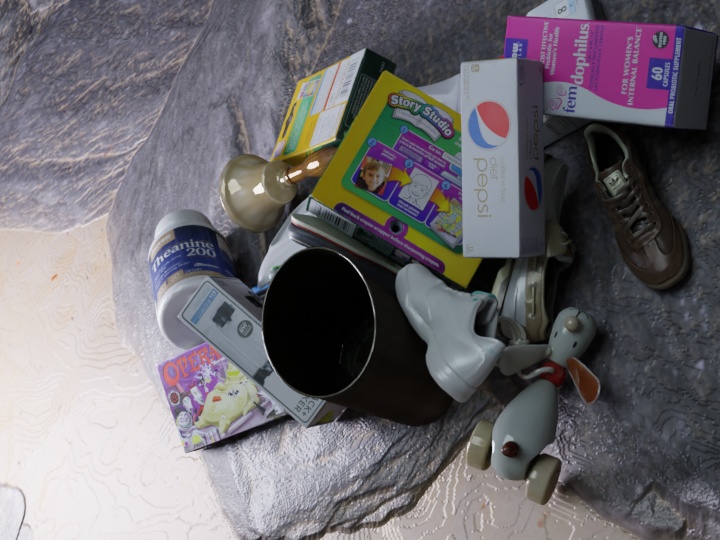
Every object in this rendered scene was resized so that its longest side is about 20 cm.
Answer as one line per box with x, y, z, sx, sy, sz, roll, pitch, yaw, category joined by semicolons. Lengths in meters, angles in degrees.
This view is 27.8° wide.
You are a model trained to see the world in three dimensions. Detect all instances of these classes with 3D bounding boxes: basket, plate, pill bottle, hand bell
0.012;0.086;1.550;0.136;0.199;0.181;-43;49;14;basket
-0.035;-0.077;1.748;0.199;0.032;0.200;-35;13;25;plate
-0.218;0.006;1.885;0.111;0.111;0.201;-44;32;16;pill bottle
-0.079;-0.119;1.809;0.199;0.104;0.105;-17;55;49;hand bell

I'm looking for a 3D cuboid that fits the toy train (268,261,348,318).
-0.036;0.046;1.635;0.056;0.200;0.042;-15;55;22;toy train

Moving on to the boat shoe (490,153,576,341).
0.195;-0.022;1.544;0.068;0.075;0.202;14;87;27;boat shoe

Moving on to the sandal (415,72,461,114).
0.099;-0.181;1.718;0.205;0.059;0.080;-17;69;25;sandal

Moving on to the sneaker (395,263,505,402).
0.100;0.045;1.488;0.088;0.075;0.201;-44;36;15;sneaker

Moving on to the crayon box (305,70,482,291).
0.068;-0.095;1.605;0.174;0.199;0.058;-59;-2;-17;crayon box

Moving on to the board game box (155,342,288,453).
-0.158;0.140;1.782;0.199;0.032;0.121;-24;79;33;board game box

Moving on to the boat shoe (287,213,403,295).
0.000;0.000;1.629;0.063;0.199;0.071;-58;20;15;boat shoe

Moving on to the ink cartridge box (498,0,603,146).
0.194;-0.217;1.668;0.199;0.047;0.161;-27;51;28;ink cartridge box

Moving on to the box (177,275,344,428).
-0.102;0.092;1.662;0.199;0.117;0.060;39;97;11;box

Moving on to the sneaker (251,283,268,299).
-0.081;0.042;1.765;0.199;0.070;0.083;-34;77;40;sneaker

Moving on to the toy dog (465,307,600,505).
0.171;0.126;1.436;0.130;0.096;0.202;2;74;11;toy dog

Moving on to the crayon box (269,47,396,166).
-0.037;-0.197;1.851;0.199;0.051;0.127;-10;59;62;crayon box

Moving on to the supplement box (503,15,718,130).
0.255;-0.206;1.509;0.198;0.103;0.102;10;98;33;supplement box

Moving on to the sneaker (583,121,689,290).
0.271;-0.068;1.487;0.070;0.075;0.201;-37;46;23;sneaker

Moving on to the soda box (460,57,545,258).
0.146;-0.114;1.487;0.068;0.063;0.203;1;92;32;soda box
